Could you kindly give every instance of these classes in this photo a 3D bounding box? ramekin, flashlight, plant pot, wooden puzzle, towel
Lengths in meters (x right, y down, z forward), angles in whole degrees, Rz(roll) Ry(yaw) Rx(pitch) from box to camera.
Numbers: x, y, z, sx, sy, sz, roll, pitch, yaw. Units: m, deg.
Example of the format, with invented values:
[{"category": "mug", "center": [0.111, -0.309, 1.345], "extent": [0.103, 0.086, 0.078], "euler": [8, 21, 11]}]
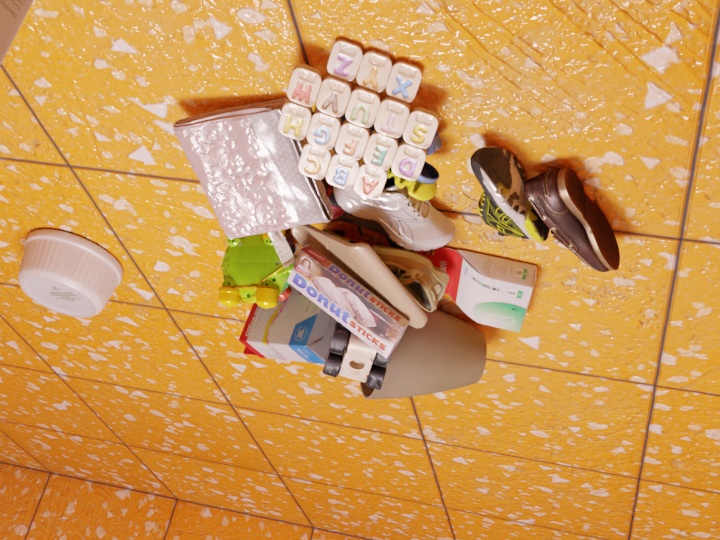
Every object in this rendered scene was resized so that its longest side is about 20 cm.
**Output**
[{"category": "ramekin", "center": [-0.569, 0.012, 2.040], "extent": [0.199, 0.095, 0.203], "euler": [13, 152, 7]}, {"category": "flashlight", "center": [-0.001, -0.079, 1.606], "extent": [0.198, 0.068, 0.068], "euler": [21, 115, -17]}, {"category": "plant pot", "center": [0.114, 0.140, 1.847], "extent": [0.197, 0.190, 0.188], "euler": [7, 155, -12]}, {"category": "wooden puzzle", "center": [0.000, 0.000, 1.602], "extent": [0.199, 0.037, 0.185], "euler": [18, 154, 54]}, {"category": "towel", "center": [-0.153, -0.140, 1.511], "extent": [0.189, 0.032, 0.202], "euler": [-7, 123, 26]}]

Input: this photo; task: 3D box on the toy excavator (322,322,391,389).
[{"category": "toy excavator", "center": [0.005, 0.100, 1.736], "extent": [0.099, 0.202, 0.196], "euler": [15, 140, -2]}]

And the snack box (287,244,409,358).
[{"category": "snack box", "center": [-0.020, 0.046, 1.599], "extent": [0.199, 0.024, 0.072], "euler": [37, 131, 13]}]

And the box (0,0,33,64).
[{"category": "box", "center": [-0.536, -0.347, 1.274], "extent": [0.197, 0.173, 0.200], "euler": [-5, 147, 34]}]

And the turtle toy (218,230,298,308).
[{"category": "turtle toy", "center": [-0.146, -0.005, 1.755], "extent": [0.197, 0.148, 0.101], "euler": [2, 171, 26]}]

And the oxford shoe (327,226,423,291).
[{"category": "oxford shoe", "center": [0.020, -0.012, 1.727], "extent": [0.199, 0.072, 0.073], "euler": [31, 167, -13]}]

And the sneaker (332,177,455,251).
[{"category": "sneaker", "center": [0.058, -0.094, 1.538], "extent": [0.198, 0.075, 0.087], "euler": [25, 146, -18]}]

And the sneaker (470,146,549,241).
[{"category": "sneaker", "center": [0.192, -0.096, 1.454], "extent": [0.084, 0.075, 0.200], "euler": [-5, 146, 35]}]

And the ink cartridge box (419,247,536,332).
[{"category": "ink cartridge box", "center": [0.179, 0.028, 1.721], "extent": [0.197, 0.051, 0.162], "euler": [11, 152, 6]}]

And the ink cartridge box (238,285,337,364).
[{"category": "ink cartridge box", "center": [-0.130, 0.088, 1.809], "extent": [0.198, 0.117, 0.067], "euler": [1, 151, 39]}]

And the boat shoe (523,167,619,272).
[{"category": "boat shoe", "center": [0.295, -0.067, 1.459], "extent": [0.070, 0.071, 0.200], "euler": [-14, 132, 33]}]

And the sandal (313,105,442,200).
[{"category": "sandal", "center": [0.030, -0.179, 1.406], "extent": [0.198, 0.080, 0.088], "euler": [26, 121, -9]}]

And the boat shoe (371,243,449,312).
[{"category": "boat shoe", "center": [0.075, 0.011, 1.634], "extent": [0.072, 0.064, 0.200], "euler": [12, 170, 30]}]

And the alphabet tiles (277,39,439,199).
[{"category": "alphabet tiles", "center": [-0.004, -0.189, 1.350], "extent": [0.197, 0.015, 0.197], "euler": [19, 123, -3]}]

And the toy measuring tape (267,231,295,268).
[{"category": "toy measuring tape", "center": [-0.156, -0.096, 1.622], "extent": [0.073, 0.074, 0.201], "euler": [-2, 131, 31]}]
